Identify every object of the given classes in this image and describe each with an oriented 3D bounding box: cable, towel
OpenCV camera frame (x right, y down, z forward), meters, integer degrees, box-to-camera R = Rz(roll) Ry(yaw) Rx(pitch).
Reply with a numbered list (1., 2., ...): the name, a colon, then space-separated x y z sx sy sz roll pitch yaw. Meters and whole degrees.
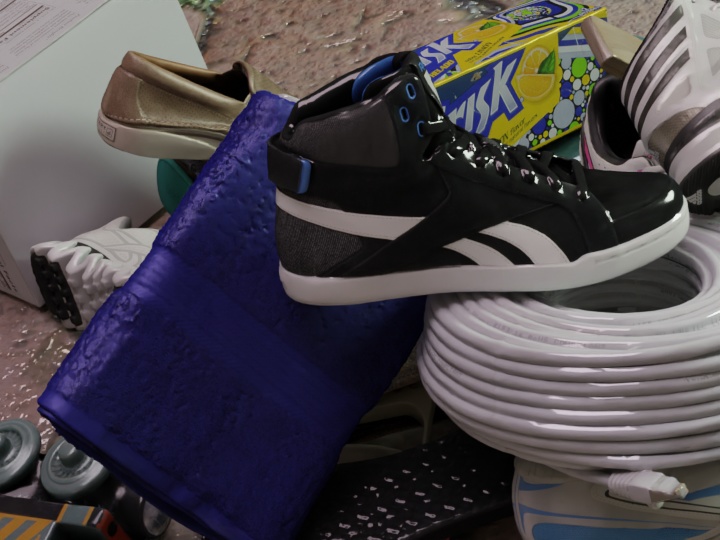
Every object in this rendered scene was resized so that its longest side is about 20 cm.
1. cable: 0.124 0.027 0.888 0.198 0.070 0.200 10 28 30
2. towel: -0.052 0.029 0.917 0.201 0.147 0.049 -56 20 -14

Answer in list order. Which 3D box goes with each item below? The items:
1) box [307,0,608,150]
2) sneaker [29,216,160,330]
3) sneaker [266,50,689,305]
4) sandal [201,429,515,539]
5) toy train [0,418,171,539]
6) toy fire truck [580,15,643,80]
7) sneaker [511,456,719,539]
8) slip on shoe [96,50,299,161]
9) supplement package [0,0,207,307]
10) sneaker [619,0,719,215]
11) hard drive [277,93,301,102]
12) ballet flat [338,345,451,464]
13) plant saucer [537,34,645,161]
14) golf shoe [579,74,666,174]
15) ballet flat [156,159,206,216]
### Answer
1. box: 0.064 -0.100 1.100 0.199 0.071 0.064 -28 29 -36
2. sneaker: -0.132 0.011 1.166 0.081 0.076 0.199 -29 34 -27
3. sneaker: 0.054 -0.051 0.855 0.198 0.113 0.073 -8 24 -2
4. sandal: 0.017 0.129 0.944 0.198 0.045 0.075 -17 47 -3
5. toy train: -0.198 0.145 1.013 0.198 0.085 0.115 3 53 29
6. toy fire truck: 0.236 -0.093 1.025 0.198 0.130 0.176 -17 35 -6
7. sneaker: 0.170 0.103 0.886 0.198 0.073 0.072 -8 23 -4
8. slip on shoe: -0.076 -0.106 1.217 0.198 0.061 0.076 5 23 -27
9. supplement package: -0.211 -0.104 1.283 0.200 0.157 0.110 -41 37 -26
10. sneaker: 0.223 -0.120 0.938 0.199 0.076 0.116 -25 58 -7
11. hard drive: -0.068 0.010 1.009 0.026 0.202 0.132 19 -4 -4
12. ballet flat: 0.041 0.070 0.995 0.198 0.068 0.068 -14 54 1
13. plant saucer: 0.139 -0.100 1.195 0.198 0.036 0.201 -15 35 11
14. golf shoe: 0.172 -0.028 1.022 0.072 0.093 0.201 -25 44 -6
15. ballet flat: -0.076 -0.029 1.194 0.072 0.072 0.201 -26 36 -7
